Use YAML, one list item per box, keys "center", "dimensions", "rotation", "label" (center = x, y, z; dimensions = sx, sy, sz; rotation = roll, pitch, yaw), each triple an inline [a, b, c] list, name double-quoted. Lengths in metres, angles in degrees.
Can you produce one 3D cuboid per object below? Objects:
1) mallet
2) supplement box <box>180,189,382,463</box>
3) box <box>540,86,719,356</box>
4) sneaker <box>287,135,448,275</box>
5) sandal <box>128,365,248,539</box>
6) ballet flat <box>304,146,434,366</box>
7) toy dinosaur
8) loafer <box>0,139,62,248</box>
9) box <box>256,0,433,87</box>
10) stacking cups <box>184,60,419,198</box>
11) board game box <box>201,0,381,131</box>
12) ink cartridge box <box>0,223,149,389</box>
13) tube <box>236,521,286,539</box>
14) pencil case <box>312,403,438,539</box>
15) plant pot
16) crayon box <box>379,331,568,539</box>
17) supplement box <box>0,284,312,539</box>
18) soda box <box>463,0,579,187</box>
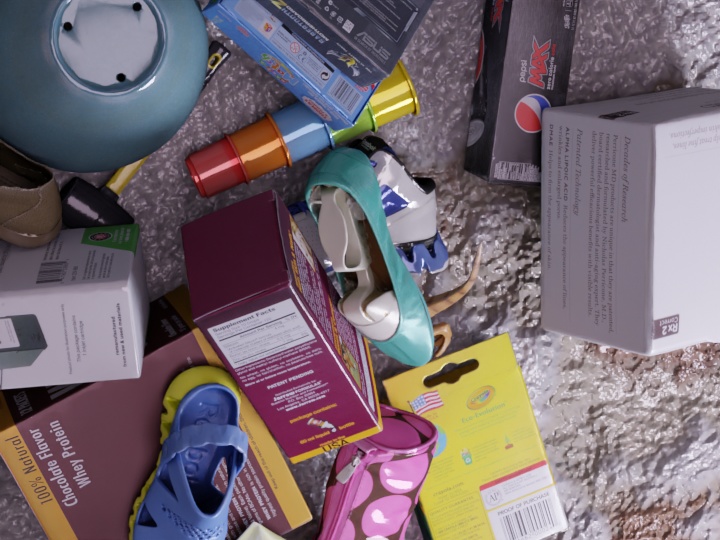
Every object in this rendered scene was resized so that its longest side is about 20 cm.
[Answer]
- center: [-0.168, -0.101, 1.651]
  dimensions: [0.200, 0.041, 0.066]
  rotation: [-46, 109, -6]
  label: "mallet"
- center: [-0.062, 0.048, 1.595]
  dimensions: [0.086, 0.110, 0.200]
  rotation: [-21, 134, 9]
  label: "supplement box"
- center: [0.266, -0.047, 1.696]
  dimensions: [0.199, 0.131, 0.200]
  rotation: [-12, 107, -40]
  label: "box"
- center: [-0.018, -0.056, 1.681]
  dimensions: [0.199, 0.081, 0.115]
  rotation: [-3, 103, -22]
  label: "sneaker"
- center: [-0.132, 0.180, 1.555]
  dimensions: [0.079, 0.087, 0.200]
  rotation: [4, 103, -19]
  label: "sandal"
- center: [0.000, 0.000, 1.616]
  dimensions: [0.070, 0.067, 0.200]
  rotation: [-38, 114, -48]
  label: "ballet flat"
- center: [0.044, 0.038, 1.689]
  dimensions: [0.200, 0.106, 0.060]
  rotation: [-18, 72, 26]
  label: "toy dinosaur"
- center: [-0.322, -0.091, 1.565]
  dimensions: [0.200, 0.076, 0.067]
  rotation: [25, 129, -6]
  label: "loafer"
- center: [-0.025, -0.268, 1.570]
  dimensions: [0.200, 0.051, 0.158]
  rotation: [38, 67, -20]
  label: "box"
- center: [-0.053, -0.123, 1.669]
  dimensions: [0.200, 0.061, 0.061]
  rotation: [-22, 107, -7]
  label: "stacking cups"
- center: [-0.018, -0.238, 1.621]
  dimensions: [0.151, 0.037, 0.200]
  rotation: [41, 66, -20]
  label: "board game box"
- center: [-0.273, 0.030, 1.569]
  dimensions: [0.200, 0.146, 0.084]
  rotation: [-5, 111, 0]
  label: "ink cartridge box"
- center: [-0.036, 0.268, 1.657]
  dimensions: [0.200, 0.052, 0.058]
  rotation: [28, 72, -32]
  label: "tube"
- center: [-0.002, 0.213, 1.713]
  dimensions: [0.091, 0.094, 0.200]
  rotation: [23, 116, 17]
  label: "pencil case"
- center: [-0.206, -0.177, 1.551]
  dimensions: [0.200, 0.135, 0.200]
  rotation: [-1, 92, -16]
  label: "plant pot"
- center: [0.099, 0.160, 1.774]
  dimensions: [0.127, 0.051, 0.200]
  rotation: [-20, 108, -10]
  label: "crayon box"
- center: [-0.182, 0.153, 1.650]
  dimensions: [0.200, 0.133, 0.197]
  rotation: [-28, 108, -9]
  label: "supplement box"
- center: [0.140, -0.175, 1.700]
  dimensions: [0.063, 0.071, 0.200]
  rotation: [4, 101, -18]
  label: "soda box"
